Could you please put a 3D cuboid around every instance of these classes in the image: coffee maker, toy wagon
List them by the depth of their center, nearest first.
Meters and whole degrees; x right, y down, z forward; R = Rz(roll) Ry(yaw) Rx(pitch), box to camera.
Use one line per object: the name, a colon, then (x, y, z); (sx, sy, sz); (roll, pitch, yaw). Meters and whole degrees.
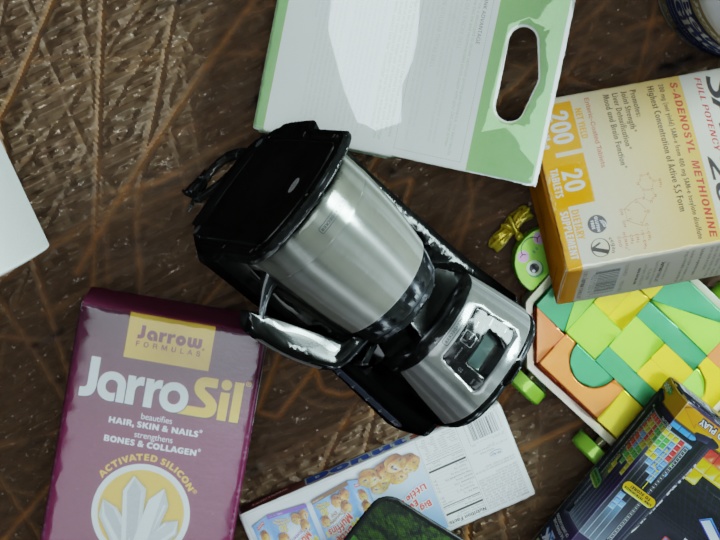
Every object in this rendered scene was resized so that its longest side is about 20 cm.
coffee maker: (0.000, 0.000, 1.378); (0.135, 0.192, 0.200); (-44, 114, 8)
toy wagon: (0.171, 0.036, 1.442); (0.200, 0.040, 0.155); (43, 92, -7)

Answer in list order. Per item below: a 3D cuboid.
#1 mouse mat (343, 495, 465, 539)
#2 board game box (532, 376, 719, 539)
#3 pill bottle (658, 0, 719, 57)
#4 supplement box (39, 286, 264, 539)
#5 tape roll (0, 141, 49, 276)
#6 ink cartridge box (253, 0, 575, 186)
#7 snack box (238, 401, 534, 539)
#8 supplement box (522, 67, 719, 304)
mouse mat: (0.054, 0.263, 1.450); (0.199, 0.008, 0.161); (33, 110, -7)
board game box: (0.241, 0.198, 1.432); (0.199, 0.057, 0.166); (36, 100, -15)
pill bottle: (0.264, -0.193, 1.344); (0.110, 0.200, 0.112); (0, 96, -3)
supplement box: (-0.140, 0.123, 1.399); (0.130, 0.103, 0.202); (9, 95, -3)
tape roll: (-0.317, -0.034, 1.322); (0.202, 0.203, 0.140); (-26, 97, -1)
ink cartridge box: (0.038, -0.146, 1.391); (0.198, 0.048, 0.147); (12, 95, 7)
snack box: (0.018, 0.163, 1.453); (0.199, 0.024, 0.072); (-23, 99, -1)
supplement box: (0.217, -0.062, 1.394); (0.198, 0.074, 0.127); (-11, 70, -4)
